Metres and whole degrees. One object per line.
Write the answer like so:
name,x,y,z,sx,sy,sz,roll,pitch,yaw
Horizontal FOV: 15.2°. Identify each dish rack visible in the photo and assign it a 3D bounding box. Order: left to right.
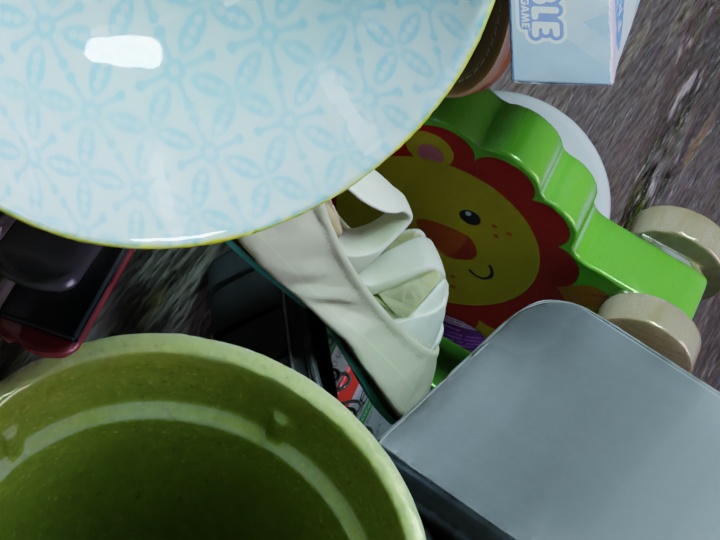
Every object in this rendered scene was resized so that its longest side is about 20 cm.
dish rack,-0.016,0.094,1.198,0.154,0.054,0.201,-99,169,-57

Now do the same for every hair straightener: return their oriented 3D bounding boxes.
hair straightener,-0.079,-0.061,1.015,0.200,0.041,0.077,-57,161,-37

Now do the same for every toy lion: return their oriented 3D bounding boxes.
toy lion,0.047,-0.002,1.161,0.069,0.191,0.200,-63,-176,-33

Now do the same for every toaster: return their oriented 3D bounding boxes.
toaster,0.111,0.129,1.089,0.119,0.200,0.181,-48,151,-18

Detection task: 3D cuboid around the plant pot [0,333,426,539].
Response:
plant pot,-0.081,0.152,1.065,0.201,0.200,0.184,-61,174,-24

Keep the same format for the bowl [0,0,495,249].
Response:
bowl,-0.064,-0.118,0.832,0.108,0.199,0.201,-120,-144,-52

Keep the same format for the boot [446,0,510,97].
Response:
boot,0.064,-0.143,1.130,0.155,0.073,0.201,31,48,-53

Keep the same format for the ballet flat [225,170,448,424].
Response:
ballet flat,0.000,0.000,1.091,0.070,0.069,0.200,-63,146,-16

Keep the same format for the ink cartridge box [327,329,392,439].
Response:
ink cartridge box,-0.032,0.074,1.328,0.109,0.050,0.200,-64,165,-14

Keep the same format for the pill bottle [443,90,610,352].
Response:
pill bottle,0.056,-0.005,1.381,0.112,0.111,0.200,-62,177,-20

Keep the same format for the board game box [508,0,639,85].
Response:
board game box,0.088,-0.202,1.018,0.199,0.043,0.201,-66,156,-59
